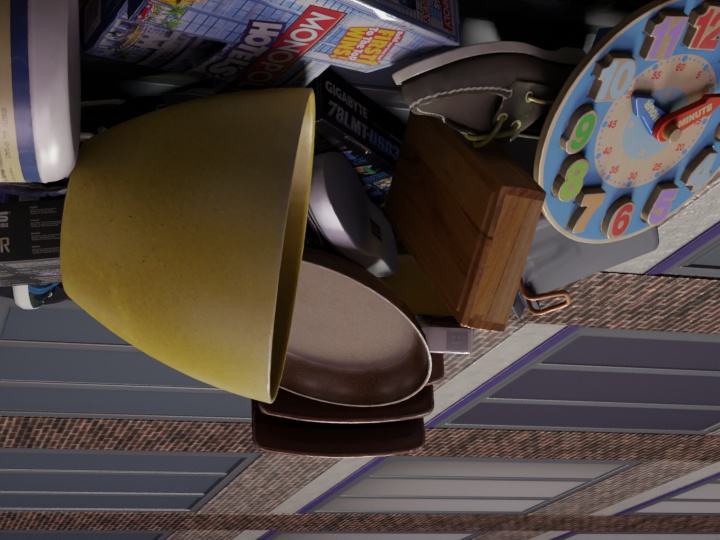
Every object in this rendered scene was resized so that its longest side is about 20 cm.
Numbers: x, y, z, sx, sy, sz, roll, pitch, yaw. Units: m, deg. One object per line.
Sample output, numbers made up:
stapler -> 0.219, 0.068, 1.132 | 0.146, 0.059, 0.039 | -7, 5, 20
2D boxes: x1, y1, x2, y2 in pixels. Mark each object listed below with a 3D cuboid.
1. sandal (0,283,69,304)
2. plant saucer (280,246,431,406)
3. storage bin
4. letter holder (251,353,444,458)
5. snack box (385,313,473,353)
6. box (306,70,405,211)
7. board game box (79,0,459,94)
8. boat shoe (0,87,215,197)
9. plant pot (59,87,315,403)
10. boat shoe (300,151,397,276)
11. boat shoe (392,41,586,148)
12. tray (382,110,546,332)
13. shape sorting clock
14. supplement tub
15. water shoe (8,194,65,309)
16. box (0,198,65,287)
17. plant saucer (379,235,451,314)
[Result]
sandal -> -0.348, 0.007, 1.339 | 0.076, 0.043, 0.199 | -18, 155, 36
plant saucer -> -0.036, 0.039, 1.127 | 0.198, 0.032, 0.201 | 14, 148, 9
storage bin -> 0.164, -0.050, 1.146 | 0.133, 0.147, 0.200 | -17, 158, 9
letter holder -> -0.015, 0.125, 1.574 | 0.198, 0.144, 0.101 | 2, 160, -14
snack box -> 0.064, 0.042, 1.255 | 0.071, 0.025, 0.200 | 1, -172, 5
box -> -0.063, -0.078, 1.140 | 0.198, 0.050, 0.198 | -14, 159, 28
board game box -> -0.050, -0.161, 0.893 | 0.198, 0.062, 0.200 | 8, 157, -28
boat shoe -> -0.163, -0.081, 1.008 | 0.198, 0.075, 0.093 | -2, -159, 13
plant pot -> -0.111, -0.025, 0.924 | 0.140, 0.202, 0.200 | 8, 160, 1
boat shoe -> -0.024, -0.036, 1.111 | 0.066, 0.071, 0.200 | -10, 167, 13
boat shoe -> 0.096, -0.115, 0.964 | 0.072, 0.061, 0.201 | -13, 177, 38
tray -> 0.066, -0.046, 1.010 | 0.037, 0.100, 0.200 | 9, -159, -18
shape sorting clock -> 0.204, -0.101, 0.995 | 0.199, 0.039, 0.201 | -20, 132, -24
supplement tub -> -0.266, -0.123, 0.840 | 0.198, 0.146, 0.145 | -1, 160, -8
water shoe -> -0.261, -0.016, 1.245 | 0.078, 0.072, 0.200 | 2, 159, -9
box -> -0.232, -0.019, 1.078 | 0.198, 0.044, 0.160 | -4, 174, 0
plant saucer -> 0.000, 0.000, 1.283 | 0.198, 0.049, 0.200 | 0, -172, -8
